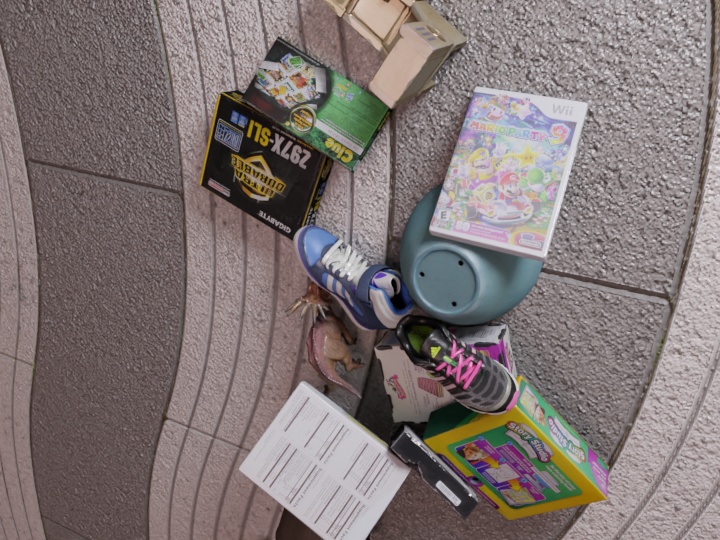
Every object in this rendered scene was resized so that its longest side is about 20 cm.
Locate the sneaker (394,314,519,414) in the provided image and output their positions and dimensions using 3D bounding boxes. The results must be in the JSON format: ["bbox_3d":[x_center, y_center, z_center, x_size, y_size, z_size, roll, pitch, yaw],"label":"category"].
[{"bbox_3d":[0.116,0.119,0.804,0.199,0.087,0.074,36,90,40],"label":"sneaker"}]

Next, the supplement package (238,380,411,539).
[{"bbox_3d":[-0.052,0.287,0.915,0.199,0.152,0.152,37,81,3],"label":"supplement package"}]

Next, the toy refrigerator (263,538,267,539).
[{"bbox_3d":[-0.241,0.666,1.311,0.076,0.070,0.201,45,122,12],"label":"toy refrigerator"}]

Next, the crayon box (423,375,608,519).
[{"bbox_3d":[0.217,0.257,0.859,0.200,0.059,0.172,44,131,-14],"label":"crayon box"}]

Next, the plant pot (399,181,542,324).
[{"bbox_3d":[0.132,-0.010,0.809,0.197,0.135,0.204,10,114,23],"label":"plant pot"}]

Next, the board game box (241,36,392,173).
[{"bbox_3d":[-0.063,-0.234,0.859,0.199,0.023,0.106,35,92,11],"label":"board game box"}]

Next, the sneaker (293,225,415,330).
[{"bbox_3d":[0.000,0.000,0.885,0.201,0.081,0.146,51,150,-9],"label":"sneaker"}]

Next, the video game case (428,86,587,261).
[{"bbox_3d":[0.178,-0.122,0.736,0.141,0.018,0.203,15,76,21],"label":"video game case"}]

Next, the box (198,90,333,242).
[{"bbox_3d":[-0.146,-0.161,0.942,0.198,0.049,0.162,31,119,13],"label":"box"}]

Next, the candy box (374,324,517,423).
[{"bbox_3d":[0.132,0.159,0.919,0.197,0.061,0.139,-5,110,28],"label":"candy box"}]

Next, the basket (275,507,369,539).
[{"bbox_3d":[-0.055,0.399,1.073,0.177,0.136,0.204,11,111,7],"label":"basket"}]

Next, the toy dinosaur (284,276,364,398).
[{"bbox_3d":[-0.058,0.106,0.946,0.085,0.202,0.136,-21,142,7],"label":"toy dinosaur"}]

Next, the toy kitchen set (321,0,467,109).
[{"bbox_3d":[0.037,-0.329,0.701,0.199,0.181,0.164,41,121,1],"label":"toy kitchen set"}]

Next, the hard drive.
[{"bbox_3d":[0.106,0.293,0.917,0.139,0.200,0.038,43,83,11],"label":"hard drive"}]
